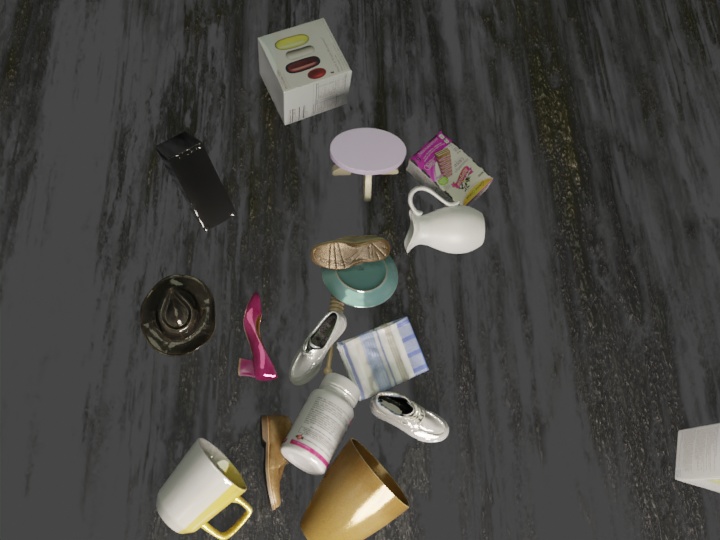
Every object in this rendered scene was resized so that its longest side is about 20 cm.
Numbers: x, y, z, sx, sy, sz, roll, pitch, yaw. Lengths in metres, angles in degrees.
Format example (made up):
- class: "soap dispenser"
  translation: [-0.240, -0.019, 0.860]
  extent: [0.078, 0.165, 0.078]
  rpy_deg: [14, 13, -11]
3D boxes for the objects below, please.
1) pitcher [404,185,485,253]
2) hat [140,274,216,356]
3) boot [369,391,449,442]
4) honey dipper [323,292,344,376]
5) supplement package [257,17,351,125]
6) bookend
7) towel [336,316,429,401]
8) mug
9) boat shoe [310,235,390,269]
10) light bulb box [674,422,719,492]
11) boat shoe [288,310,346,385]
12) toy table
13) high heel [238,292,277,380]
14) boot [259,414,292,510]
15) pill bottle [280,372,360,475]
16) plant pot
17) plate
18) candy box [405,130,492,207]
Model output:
- class: "pitcher"
  translation: [0.214, -0.129, 1.518]
  extent: [0.196, 0.122, 0.175]
  rpy_deg: [0, 112, -2]
- class: "hat"
  translation: [-0.436, 0.095, 1.405]
  extent: [0.196, 0.081, 0.204]
  rpy_deg: [2, 69, -4]
- class: "boot"
  translation: [0.116, 0.336, 1.365]
  extent: [0.197, 0.096, 0.075]
  rpy_deg: [20, 69, 2]
- class: "honey dipper"
  translation: [-0.068, 0.156, 1.446]
  extent: [0.037, 0.038, 0.204]
  rpy_deg: [9, 71, -2]
- class: "supplement package"
  translation: [-0.155, -0.546, 1.636]
  extent: [0.197, 0.147, 0.193]
  rpy_deg: [-23, 73, -14]
- class: "bookend"
  translation: [-0.418, -0.229, 1.508]
  extent: [0.091, 0.198, 0.202]
  rpy_deg: [-30, 119, -15]
- class: "towel"
  translation: [0.054, 0.209, 1.430]
  extent: [0.197, 0.024, 0.149]
  rpy_deg: [-20, 83, -16]
- class: "mug"
  translation: [-0.332, 0.475, 1.248]
  extent: [0.186, 0.150, 0.153]
  rpy_deg: [42, 79, 17]
- class: "boat shoe"
  translation: [-0.028, -0.051, 1.473]
  extent: [0.196, 0.065, 0.073]
  rpy_deg: [-8, 112, -10]
- class: "light bulb box"
  translation: [0.863, 0.437, 1.350]
  extent: [0.195, 0.200, 0.127]
  rpy_deg: [16, 69, 0]
- class: "boat shoe"
  translation: [-0.105, 0.180, 1.396]
  extent: [0.072, 0.069, 0.200]
  rpy_deg: [41, 87, 22]
- class: "toy table"
  translation: [0.015, -0.291, 1.576]
  extent: [0.196, 0.117, 0.187]
  rpy_deg: [9, 69, -3]
- class: "high heel"
  translation: [-0.230, 0.155, 1.407]
  extent: [0.094, 0.067, 0.204]
  rpy_deg: [4, 74, 6]
- class: "boot"
  translation: [-0.181, 0.421, 1.321]
  extent: [0.074, 0.074, 0.204]
  rpy_deg: [1, 67, -16]
- class: "pill bottle"
  translation: [-0.083, 0.337, 1.324]
  extent: [0.112, 0.114, 0.201]
  rpy_deg: [28, 58, 5]
- class: "plant pot"
  translation: [-0.028, 0.495, 1.261]
  extent: [0.200, 0.187, 0.187]
  rpy_deg: [-43, 79, -5]
- class: "plate"
  translation: [0.000, 0.000, 1.492]
  extent: [0.196, 0.026, 0.203]
  rpy_deg: [5, 57, -7]
- class: "candy box"
  translation: [0.240, -0.262, 1.618]
  extent: [0.200, 0.061, 0.136]
  rpy_deg: [44, 71, 10]
